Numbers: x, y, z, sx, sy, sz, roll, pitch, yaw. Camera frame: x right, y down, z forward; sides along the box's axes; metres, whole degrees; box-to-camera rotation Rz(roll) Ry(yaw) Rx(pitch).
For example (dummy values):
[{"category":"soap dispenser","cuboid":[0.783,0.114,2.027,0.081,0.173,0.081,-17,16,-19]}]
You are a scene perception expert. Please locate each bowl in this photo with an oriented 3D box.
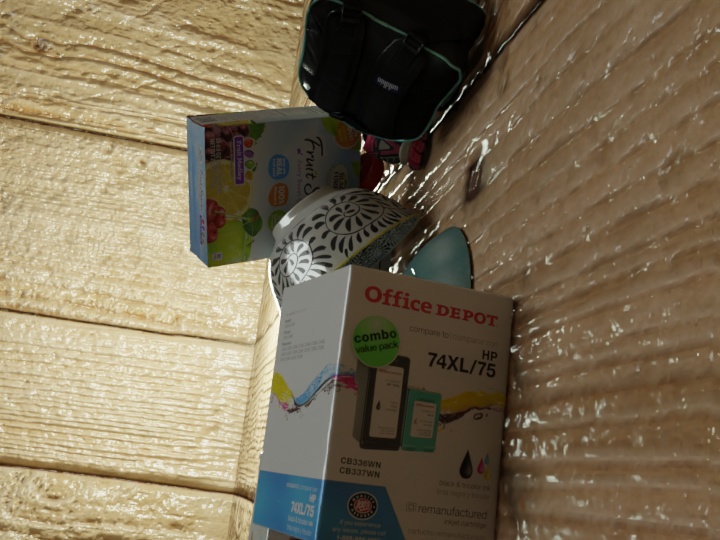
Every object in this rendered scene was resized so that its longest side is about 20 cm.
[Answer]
[{"category":"bowl","cuboid":[-0.038,-0.033,1.057,0.201,0.094,0.201,-39,-7,-6]}]

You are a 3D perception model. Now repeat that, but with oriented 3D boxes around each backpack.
[{"category":"backpack","cuboid":[0.028,-0.235,0.983,0.200,0.176,0.153,116,177,-60]}]

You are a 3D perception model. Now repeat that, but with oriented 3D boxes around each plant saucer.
[{"category":"plant saucer","cuboid":[0.059,0.052,0.922,0.201,0.039,0.201,-170,90,-79]}]

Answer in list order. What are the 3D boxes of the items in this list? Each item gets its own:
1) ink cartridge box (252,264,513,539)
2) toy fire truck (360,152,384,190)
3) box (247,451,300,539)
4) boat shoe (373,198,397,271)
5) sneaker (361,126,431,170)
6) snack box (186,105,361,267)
[{"category":"ink cartridge box","cuboid":[0.016,0.112,0.741,0.146,0.147,0.200,161,118,-65]},{"category":"toy fire truck","cuboid":[-0.062,-0.104,1.333,0.168,0.112,0.200,-30,43,37]},{"category":"box","cuboid":[-0.086,0.339,1.262,0.200,0.106,0.152,173,106,-79]},{"category":"boat shoe","cuboid":[0.000,0.000,1.198,0.071,0.070,0.200,155,124,-77]},{"category":"sneaker","cuboid":[0.036,-0.189,1.161,0.200,0.075,0.081,-103,25,-66]},{"category":"snack box","cuboid":[-0.100,-0.104,1.107,0.068,0.200,0.169,35,129,52]}]
